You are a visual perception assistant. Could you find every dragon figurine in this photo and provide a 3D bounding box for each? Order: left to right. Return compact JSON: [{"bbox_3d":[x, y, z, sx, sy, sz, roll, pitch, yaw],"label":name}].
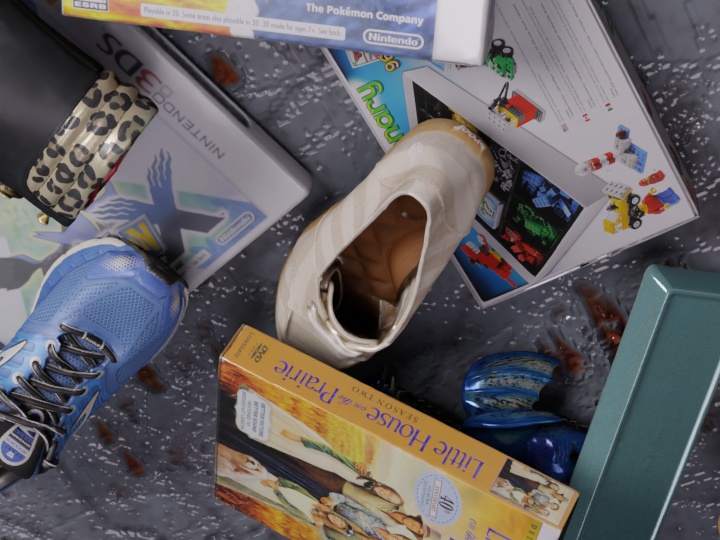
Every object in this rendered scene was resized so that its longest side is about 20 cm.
[{"bbox_3d":[0.087,0.086,0.851,0.198,0.059,0.100,-12,123,13],"label":"dragon figurine"}]

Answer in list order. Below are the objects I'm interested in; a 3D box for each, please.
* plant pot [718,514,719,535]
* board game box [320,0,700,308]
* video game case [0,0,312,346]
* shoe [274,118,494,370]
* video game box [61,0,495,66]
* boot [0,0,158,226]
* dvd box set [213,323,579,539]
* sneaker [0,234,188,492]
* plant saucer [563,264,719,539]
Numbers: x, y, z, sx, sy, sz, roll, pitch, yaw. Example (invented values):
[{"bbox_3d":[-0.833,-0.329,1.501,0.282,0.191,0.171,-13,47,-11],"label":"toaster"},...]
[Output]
[{"bbox_3d":[0.318,0.115,0.790,0.199,0.200,0.184,27,106,-14],"label":"plant pot"},{"bbox_3d":[0.070,-0.085,0.753,0.125,0.035,0.201,-23,119,19],"label":"board game box"},{"bbox_3d":[-0.157,-0.046,0.802,0.199,0.022,0.182,-37,114,25],"label":"video game case"},{"bbox_3d":[0.000,0.000,0.779,0.070,0.054,0.200,32,138,-4],"label":"shoe"},{"bbox_3d":[-0.031,-0.191,0.660,0.198,0.047,0.184,7,114,7],"label":"video game box"},{"bbox_3d":[-0.200,-0.065,0.725,0.153,0.074,0.203,39,129,-11],"label":"boot"},{"bbox_3d":[0.012,0.123,0.833,0.198,0.029,0.147,26,143,13],"label":"dvd box set"},{"bbox_3d":[-0.162,0.064,0.808,0.078,0.090,0.200,36,118,-21],"label":"sneaker"},{"bbox_3d":[0.154,0.094,0.833,0.069,0.019,0.202,6,112,-28],"label":"plant saucer"}]
